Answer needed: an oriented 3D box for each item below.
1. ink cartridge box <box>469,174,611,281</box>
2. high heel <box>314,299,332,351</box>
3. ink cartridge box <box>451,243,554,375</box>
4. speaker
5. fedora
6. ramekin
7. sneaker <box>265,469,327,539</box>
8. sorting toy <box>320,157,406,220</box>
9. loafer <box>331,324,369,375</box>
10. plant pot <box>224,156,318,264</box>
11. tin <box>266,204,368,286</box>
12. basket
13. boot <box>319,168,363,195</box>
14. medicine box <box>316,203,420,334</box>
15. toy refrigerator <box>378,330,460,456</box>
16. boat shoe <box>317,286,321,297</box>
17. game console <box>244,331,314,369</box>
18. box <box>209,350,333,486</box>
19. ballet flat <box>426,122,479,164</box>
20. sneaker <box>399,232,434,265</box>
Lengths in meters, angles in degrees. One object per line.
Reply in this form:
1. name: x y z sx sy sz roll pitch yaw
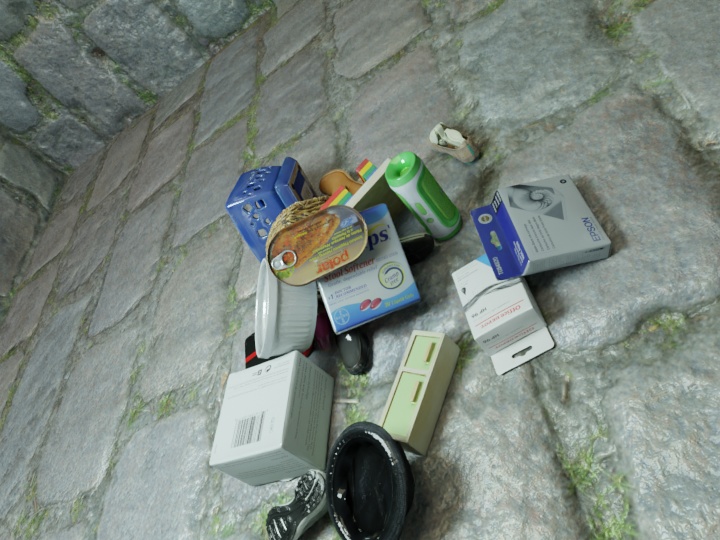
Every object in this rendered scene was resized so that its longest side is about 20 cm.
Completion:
1. ink cartridge box: 0.312 -0.082 1.054 0.195 0.041 0.202 -13 45 2
2. high heel: -0.108 0.086 1.312 0.066 0.098 0.201 -16 35 -4
3. ink cartridge box: 0.245 0.065 1.032 0.115 0.068 0.202 -32 41 18
4. speaker: 0.132 -0.150 1.215 0.087 0.200 0.090 -24 43 25
5. fedora: 0.029 0.348 0.956 0.198 0.090 0.206 -9 77 42
6. ramekin: -0.155 0.079 1.215 0.200 0.102 0.206 -176 90 -74
7. sneaker: -0.100 0.431 1.056 0.201 0.078 0.075 -50 54 22
8. sorting toy: 0.010 -0.145 1.322 0.069 0.199 0.200 42 89 24
9. loafer: -0.033 0.129 1.238 0.072 0.072 0.202 -35 41 14
10. plant pot: -0.214 -0.166 1.547 0.177 0.202 0.202 -21 30 18
11. tin: -0.079 -0.044 1.105 0.196 0.042 0.114 -24 79 -4
12. basket: -0.153 -0.073 1.408 0.202 0.139 0.151 113 163 -46
13. boot: -0.060 -0.185 1.508 0.197 0.074 0.156 1 45 39
14. medicine box: 0.000 0.000 1.170 0.178 0.103 0.204 -20 83 -4
15. toy refrigerator: 0.102 0.211 1.043 0.075 0.070 0.203 1 58 44
16. boat shoe: -0.103 0.027 1.345 0.195 0.069 0.072 -8 12 5
17. game console: -0.196 0.174 1.396 0.198 0.031 0.178 -36 34 14
18. box: -0.172 0.298 1.179 0.196 0.131 0.203 -22 44 29
19. ballet flat: 0.208 -0.312 1.389 0.068 0.067 0.200 -48 38 -3
20. sneaker: 0.073 -0.066 1.301 0.198 0.075 0.117 -22 46 32
